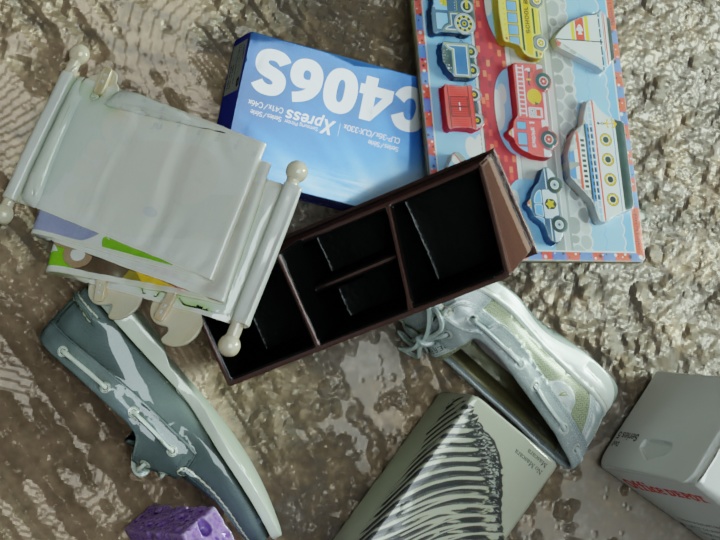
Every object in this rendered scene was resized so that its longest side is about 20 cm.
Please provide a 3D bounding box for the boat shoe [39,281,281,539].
[{"bbox_3d":[-0.124,0.097,1.154,0.062,0.073,0.200,-36,97,-1],"label":"boat shoe"}]

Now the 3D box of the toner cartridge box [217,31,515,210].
[{"bbox_3d":[0.007,-0.085,1.207,0.199,0.043,0.095,13,86,-17],"label":"toner cartridge box"}]

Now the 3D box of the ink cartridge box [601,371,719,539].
[{"bbox_3d":[0.283,0.156,1.235,0.200,0.145,0.084,36,79,-14],"label":"ink cartridge box"}]

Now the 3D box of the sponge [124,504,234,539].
[{"bbox_3d":[-0.067,0.235,1.140,0.030,0.111,0.200,-37,100,-26],"label":"sponge"}]

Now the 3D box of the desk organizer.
[{"bbox_3d":[0.000,0.000,1.133,0.199,0.077,0.072,-22,96,19],"label":"desk organizer"}]

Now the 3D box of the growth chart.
[{"bbox_3d":[-0.132,-0.041,1.124,0.199,0.018,0.145,26,82,19],"label":"growth chart"}]

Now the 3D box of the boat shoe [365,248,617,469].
[{"bbox_3d":[0.081,0.054,1.210,0.202,0.074,0.065,36,65,-20],"label":"boat shoe"}]

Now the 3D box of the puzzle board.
[{"bbox_3d":[0.111,-0.104,1.209,0.150,0.017,0.201,0,76,-20],"label":"puzzle board"}]

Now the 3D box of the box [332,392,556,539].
[{"bbox_3d":[0.034,0.180,1.196,0.082,0.068,0.200,38,78,-13],"label":"box"}]
